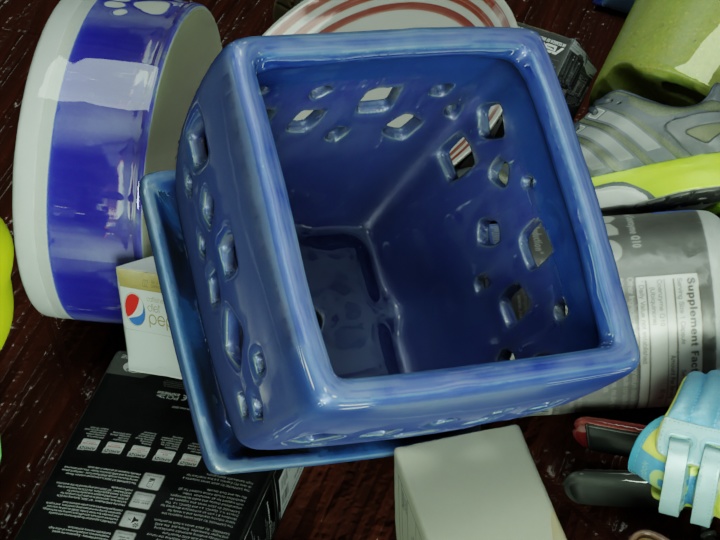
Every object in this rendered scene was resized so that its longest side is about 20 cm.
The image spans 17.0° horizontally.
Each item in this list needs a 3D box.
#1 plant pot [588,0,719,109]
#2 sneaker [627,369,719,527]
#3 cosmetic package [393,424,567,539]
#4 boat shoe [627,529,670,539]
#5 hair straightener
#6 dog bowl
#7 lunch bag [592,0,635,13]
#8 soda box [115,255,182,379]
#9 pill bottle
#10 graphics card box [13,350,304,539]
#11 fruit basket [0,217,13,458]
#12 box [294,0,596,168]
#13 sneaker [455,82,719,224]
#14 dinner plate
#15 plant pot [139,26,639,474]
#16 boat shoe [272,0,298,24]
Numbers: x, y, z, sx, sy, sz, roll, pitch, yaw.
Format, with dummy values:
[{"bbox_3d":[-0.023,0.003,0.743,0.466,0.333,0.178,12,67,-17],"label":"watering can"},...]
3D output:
[{"bbox_3d":[0.244,-0.141,1.543,0.200,0.201,0.184,21,56,27],"label":"plant pot"},{"bbox_3d":[0.208,0.134,1.259,0.130,0.080,0.201,-1,50,0],"label":"sneaker"},{"bbox_3d":[0.075,0.185,1.216,0.073,0.104,0.200,-10,41,-8],"label":"cosmetic package"},{"bbox_3d":[0.189,0.205,1.204,0.072,0.072,0.200,-19,42,-17],"label":"boat shoe"},{"bbox_3d":[0.209,0.134,1.326,0.199,0.041,0.077,11,61,9],"label":"hair straightener"},{"bbox_3d":[-0.142,-0.067,1.461,0.078,0.201,0.200,7,41,10],"label":"dog bowl"},{"bbox_3d":[0.247,-0.270,1.668,0.150,0.201,0.094,18,45,24],"label":"lunch bag"},{"bbox_3d":[-0.045,0.007,1.413,0.068,0.064,0.200,7,19,45],"label":"soda box"},{"bbox_3d":[0.158,0.024,1.392,0.199,0.114,0.114,-4,40,0],"label":"pill bottle"},{"bbox_3d":[-0.111,0.132,1.335,0.125,0.051,0.200,7,42,14],"label":"graphics card box"},{"bbox_3d":[-0.261,0.045,1.338,0.155,0.216,0.216,-8,40,-5],"label":"fruit basket"},{"bbox_3d":[0.028,-0.097,1.540,0.199,0.050,0.158,20,79,28],"label":"box"},{"bbox_3d":[0.138,-0.062,1.438,0.199,0.074,0.081,-6,67,4],"label":"sneaker"},{"bbox_3d":[0.007,-0.109,1.490,0.199,0.024,0.201,-15,47,17],"label":"dinner plate"},{"bbox_3d":[0.000,0.000,1.262,0.199,0.180,0.201,-5,70,-31],"label":"plant pot"},{"bbox_3d":[0.036,-0.151,1.652,0.199,0.072,0.068,22,41,19],"label":"boat shoe"}]
